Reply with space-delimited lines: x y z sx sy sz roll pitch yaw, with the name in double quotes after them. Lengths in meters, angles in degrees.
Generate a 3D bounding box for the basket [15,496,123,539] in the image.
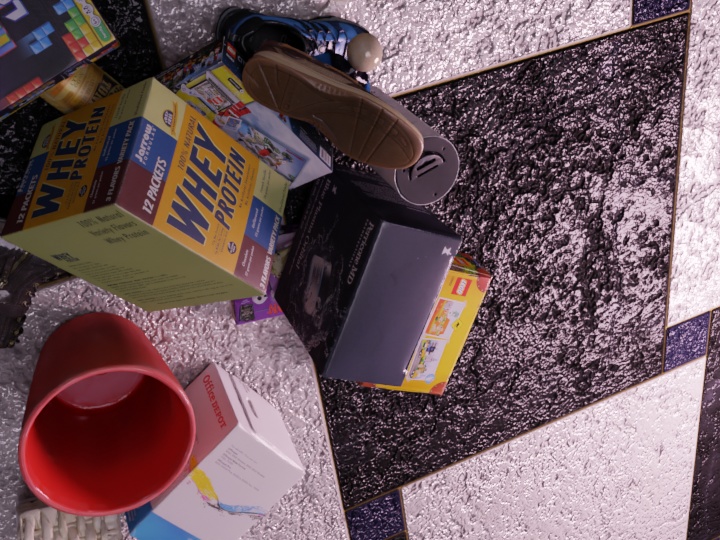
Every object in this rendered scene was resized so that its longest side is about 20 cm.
-0.368 0.387 1.033 0.133 0.123 0.204 -7 80 -21 "basket"

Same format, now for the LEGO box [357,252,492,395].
0.079 0.070 1.159 0.147 0.077 0.203 11 111 -29 "LEGO box"

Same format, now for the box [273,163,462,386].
0.000 0.000 0.979 0.116 0.200 0.200 11 110 -30 "box"

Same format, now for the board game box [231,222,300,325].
-0.079 -0.004 1.078 0.196 0.032 0.122 -13 125 -19 "board game box"

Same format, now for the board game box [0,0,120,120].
-0.352 -0.261 0.756 0.164 0.057 0.202 -34 104 -6 "board game box"

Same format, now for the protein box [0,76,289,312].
-0.218 -0.065 0.837 0.199 0.196 0.137 35 56 -44 "protein box"

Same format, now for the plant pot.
-0.307 0.155 0.962 0.197 0.178 0.204 -10 120 -19 "plant pot"

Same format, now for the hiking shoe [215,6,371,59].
-0.064 -0.250 0.917 0.196 0.087 0.076 -3 117 -24 "hiking shoe"

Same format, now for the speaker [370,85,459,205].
0.039 -0.152 0.947 0.080 0.200 0.083 -11 121 -18 "speaker"

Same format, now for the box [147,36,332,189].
-0.139 -0.154 0.891 0.135 0.038 0.200 -18 143 27 "box"

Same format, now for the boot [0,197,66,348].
-0.384 0.015 0.930 0.197 0.070 0.176 17 113 -27 "boot"

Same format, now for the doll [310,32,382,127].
-0.053 -0.199 0.901 0.198 0.049 0.135 -27 149 35 "doll"

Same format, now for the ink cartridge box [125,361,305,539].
-0.204 0.264 1.086 0.200 0.147 0.145 -44 125 3 "ink cartridge box"

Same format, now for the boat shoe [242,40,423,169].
-0.022 -0.176 0.825 0.197 0.073 0.073 24 133 -6 "boat shoe"

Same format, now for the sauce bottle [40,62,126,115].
-0.267 -0.169 0.880 0.199 0.066 0.066 37 97 -36 "sauce bottle"
